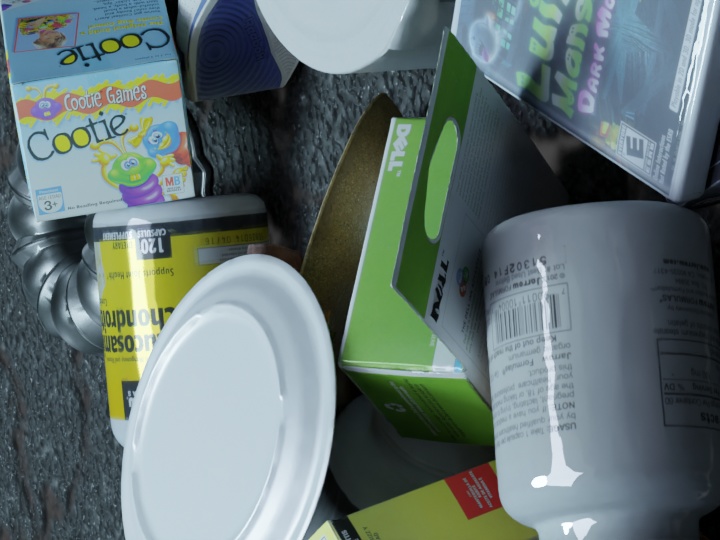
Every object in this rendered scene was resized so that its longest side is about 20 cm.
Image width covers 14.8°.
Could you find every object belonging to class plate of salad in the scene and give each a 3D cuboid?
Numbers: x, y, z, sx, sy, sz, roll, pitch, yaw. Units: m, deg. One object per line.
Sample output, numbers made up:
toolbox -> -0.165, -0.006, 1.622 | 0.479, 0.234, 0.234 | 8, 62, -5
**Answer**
plate of salad -> -0.065, 0.091, 1.470 | 0.200, 0.048, 0.201 | -23, 61, 49

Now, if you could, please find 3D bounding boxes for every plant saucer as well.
plant saucer -> 0.000, 0.000, 1.570 | 0.035, 0.200, 0.201 | 17, 117, 9

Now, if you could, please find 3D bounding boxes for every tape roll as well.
tape roll -> 0.009, -0.212, 1.577 | 0.202, 0.071, 0.203 | 13, 106, 55

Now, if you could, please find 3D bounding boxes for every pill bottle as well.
pill bottle -> 0.022, 0.137, 1.581 | 0.111, 0.111, 0.200 | 57, 138, 34
pill bottle -> 0.121, 0.075, 1.347 | 0.114, 0.114, 0.201 | -23, 67, 56
pill bottle -> -0.106, 0.054, 1.760 | 0.112, 0.112, 0.201 | -3, 93, 57

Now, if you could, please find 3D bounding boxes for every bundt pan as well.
bundt pan -> -0.179, -0.033, 1.890 | 0.202, 0.076, 0.202 | 16, 110, 55

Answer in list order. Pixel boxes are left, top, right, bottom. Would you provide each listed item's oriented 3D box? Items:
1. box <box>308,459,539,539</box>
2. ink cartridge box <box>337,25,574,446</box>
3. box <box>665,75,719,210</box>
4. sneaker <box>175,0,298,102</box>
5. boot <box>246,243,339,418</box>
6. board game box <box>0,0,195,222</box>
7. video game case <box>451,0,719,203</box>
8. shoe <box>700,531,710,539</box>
box -> 0.056, 0.136, 1.445 | 0.050, 0.200, 0.075 | 61, 143, 17
ink cartridge box -> 0.034, -0.016, 1.416 | 0.076, 0.200, 0.148 | 2, 66, 25
box -> 0.173, -0.150, 1.339 | 0.158, 0.048, 0.200 | -37, 72, 52
sneaker -> -0.083, -0.214, 1.722 | 0.115, 0.080, 0.200 | -128, 35, -59
boot -> -0.071, 0.067, 1.632 | 0.072, 0.200, 0.167 | -1, 85, 24
board game box -> -0.171, -0.134, 1.754 | 0.200, 0.105, 0.103 | -106, 9, -54
video game case -> 0.118, -0.160, 1.349 | 0.182, 0.023, 0.200 | 38, 131, 42
shoe -> 0.169, 0.157, 1.405 | 0.091, 0.071, 0.201 | -26, 79, 54
